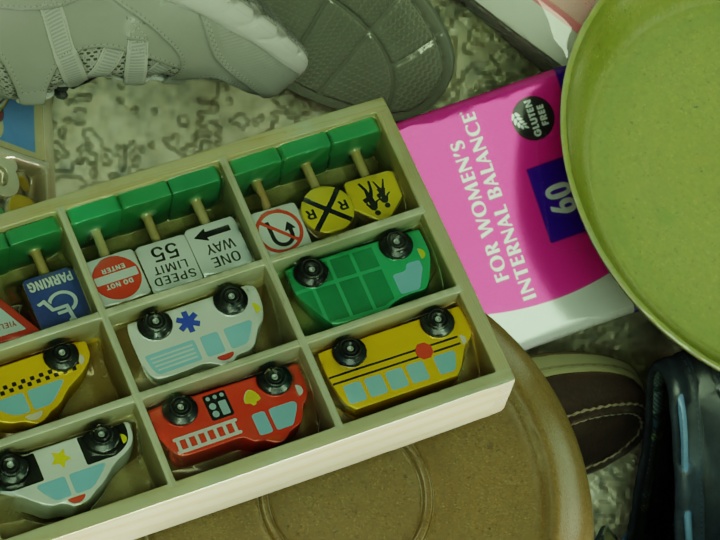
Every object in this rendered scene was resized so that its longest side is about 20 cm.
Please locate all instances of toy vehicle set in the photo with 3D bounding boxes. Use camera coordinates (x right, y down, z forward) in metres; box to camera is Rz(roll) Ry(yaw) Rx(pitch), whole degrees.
[{"bbox_3d":[-0.059,0.022,1.052,0.199,0.027,0.125,-18,66,-17],"label":"toy vehicle set"}]

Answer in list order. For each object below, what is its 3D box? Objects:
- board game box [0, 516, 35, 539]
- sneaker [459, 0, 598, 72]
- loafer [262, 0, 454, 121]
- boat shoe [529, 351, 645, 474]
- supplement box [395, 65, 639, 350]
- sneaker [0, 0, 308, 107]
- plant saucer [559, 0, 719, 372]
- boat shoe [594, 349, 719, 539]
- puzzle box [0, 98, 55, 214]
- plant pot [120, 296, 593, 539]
[{"bbox_3d":[-0.197,0.065,1.026,0.134,0.034,0.200,-24,71,-39],"label":"board game box"},{"bbox_3d":[0.089,-0.136,1.201,0.200,0.075,0.105,39,88,-4],"label":"sneaker"},{"bbox_3d":[-0.047,-0.133,1.181,0.199,0.063,0.072,30,111,-23],"label":"loafer"},{"bbox_3d":[0.045,0.088,1.160,0.199,0.072,0.072,-11,51,-39],"label":"boat shoe"},{"bbox_3d":[0.000,0.000,1.170,0.199,0.103,0.102,-20,91,-9],"label":"supplement box"},{"bbox_3d":[-0.112,-0.096,1.097,0.199,0.075,0.082,17,111,-33],"label":"sneaker"},{"bbox_3d":[0.166,-0.037,1.138,0.199,0.031,0.201,7,64,-16],"label":"plant saucer"},{"bbox_3d":[0.119,0.116,1.189,0.068,0.084,0.201,1,108,-25],"label":"boat shoe"},{"bbox_3d":[-0.174,-0.099,1.103,0.133,0.025,0.201,18,56,-40],"label":"puzzle box"},{"bbox_3d":[-0.007,0.084,1.071,0.199,0.028,0.201,4,69,-11],"label":"plant pot"}]
